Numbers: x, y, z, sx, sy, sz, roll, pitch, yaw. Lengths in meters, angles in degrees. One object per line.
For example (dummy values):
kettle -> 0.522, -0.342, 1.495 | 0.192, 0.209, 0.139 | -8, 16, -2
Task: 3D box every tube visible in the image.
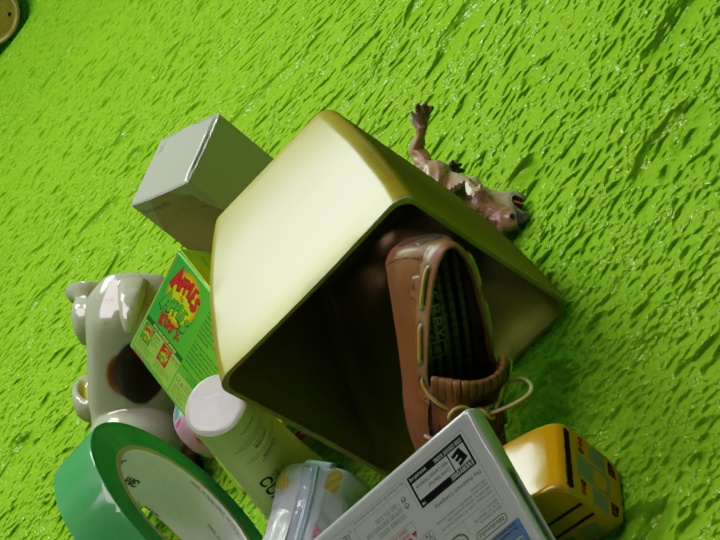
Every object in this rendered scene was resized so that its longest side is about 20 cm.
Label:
tube -> -0.072, 0.144, 1.677 | 0.058, 0.200, 0.052 | -24, 55, 7

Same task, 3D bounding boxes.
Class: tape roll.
tape roll -> -0.147, 0.205, 1.688 | 0.048, 0.200, 0.201 | -47, 26, 13

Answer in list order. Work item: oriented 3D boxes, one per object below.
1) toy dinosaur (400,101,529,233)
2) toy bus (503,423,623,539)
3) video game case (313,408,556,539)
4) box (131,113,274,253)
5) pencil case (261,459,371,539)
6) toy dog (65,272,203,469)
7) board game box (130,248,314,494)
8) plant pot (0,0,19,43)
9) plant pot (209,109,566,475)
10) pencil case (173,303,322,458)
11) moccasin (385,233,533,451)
toy dinosaur -> 0.044, -0.042, 1.828 | 0.200, 0.085, 0.136 | -40, 34, 37
toy bus -> 0.078, 0.184, 1.474 | 0.200, 0.078, 0.065 | -39, 29, 27
video game case -> 0.049, 0.222, 1.417 | 0.200, 0.022, 0.183 | -42, 63, 25
box -> -0.092, -0.040, 1.910 | 0.095, 0.200, 0.078 | -19, 41, 49
pencil case -> -0.050, 0.239, 1.603 | 0.082, 0.091, 0.201 | -5, 47, 29
toy dog -> -0.190, 0.109, 1.954 | 0.194, 0.138, 0.202 | 151, 119, -74
board game box -> -0.107, 0.082, 1.790 | 0.200, 0.047, 0.102 | 48, 118, 40
plant pot -> -0.601, -0.416, 3.327 | 0.187, 0.186, 0.200 | -52, 39, 1
plant pot -> 0.000, 0.000, 1.656 | 0.200, 0.199, 0.177 | -45, 42, 16
pencil case -> -0.074, 0.092, 1.847 | 0.199, 0.087, 0.088 | -30, 33, 42
moccasin -> 0.072, 0.074, 1.519 | 0.078, 0.073, 0.203 | 12, 111, 61
